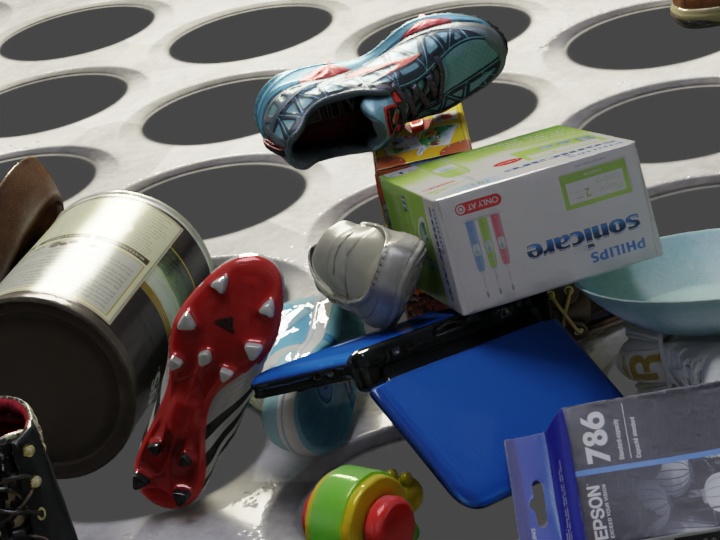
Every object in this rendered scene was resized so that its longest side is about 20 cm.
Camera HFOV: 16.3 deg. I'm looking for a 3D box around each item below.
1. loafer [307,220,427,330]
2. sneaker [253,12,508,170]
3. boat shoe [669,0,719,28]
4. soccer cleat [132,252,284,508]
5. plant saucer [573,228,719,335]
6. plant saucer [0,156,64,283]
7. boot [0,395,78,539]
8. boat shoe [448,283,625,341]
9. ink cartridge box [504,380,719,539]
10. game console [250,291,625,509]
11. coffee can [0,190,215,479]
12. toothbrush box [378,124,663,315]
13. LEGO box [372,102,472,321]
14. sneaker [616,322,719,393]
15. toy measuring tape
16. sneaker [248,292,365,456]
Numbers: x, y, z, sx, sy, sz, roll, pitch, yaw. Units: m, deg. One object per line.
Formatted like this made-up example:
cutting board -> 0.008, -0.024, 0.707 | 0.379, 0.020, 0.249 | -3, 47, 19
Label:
loafer -> 0.000, 0.000, 1.751 | 0.070, 0.070, 0.200 | 24, -7, -7
sneaker -> 0.023, -0.123, 1.888 | 0.200, 0.079, 0.096 | -22, 32, 1
boat shoe -> 0.400, -0.292, 2.469 | 0.199, 0.074, 0.076 | -12, 22, 2
soccer cleat -> -0.102, 0.071, 1.726 | 0.068, 0.200, 0.085 | 23, 20, 4
plant saucer -> 0.245, 0.011, 1.704 | 0.200, 0.039, 0.201 | -9, 13, 2
plant saucer -> -0.278, 0.010, 1.978 | 0.034, 0.201, 0.200 | 20, 29, 7
boot -> -0.206, 0.179, 1.547 | 0.073, 0.154, 0.204 | -16, 23, -9
boat shoe -> 0.153, 0.020, 1.857 | 0.200, 0.072, 0.059 | -19, 19, -31
ink cartridge box -> 0.190, 0.125, 1.558 | 0.199, 0.039, 0.100 | -12, 62, 5
game console -> 0.058, 0.091, 1.697 | 0.170, 0.119, 0.200 | -15, 2, 44
coffee can -> -0.205, 0.044, 1.882 | 0.146, 0.147, 0.200 | -5, 23, 18
toothbrush box -> 0.108, -0.039, 1.763 | 0.145, 0.086, 0.200 | -16, 10, -8
LEGO box -> 0.058, -0.053, 1.974 | 0.077, 0.149, 0.200 | -12, 23, 2
sneaker -> 0.227, 0.072, 1.700 | 0.115, 0.074, 0.200 | -7, 14, 19
toy measuring tape -> -0.024, 0.174, 1.576 | 0.073, 0.074, 0.200 | 6, 28, 38
sneaker -> -0.073, 0.084, 1.818 | 0.130, 0.080, 0.200 | -10, 19, 15
